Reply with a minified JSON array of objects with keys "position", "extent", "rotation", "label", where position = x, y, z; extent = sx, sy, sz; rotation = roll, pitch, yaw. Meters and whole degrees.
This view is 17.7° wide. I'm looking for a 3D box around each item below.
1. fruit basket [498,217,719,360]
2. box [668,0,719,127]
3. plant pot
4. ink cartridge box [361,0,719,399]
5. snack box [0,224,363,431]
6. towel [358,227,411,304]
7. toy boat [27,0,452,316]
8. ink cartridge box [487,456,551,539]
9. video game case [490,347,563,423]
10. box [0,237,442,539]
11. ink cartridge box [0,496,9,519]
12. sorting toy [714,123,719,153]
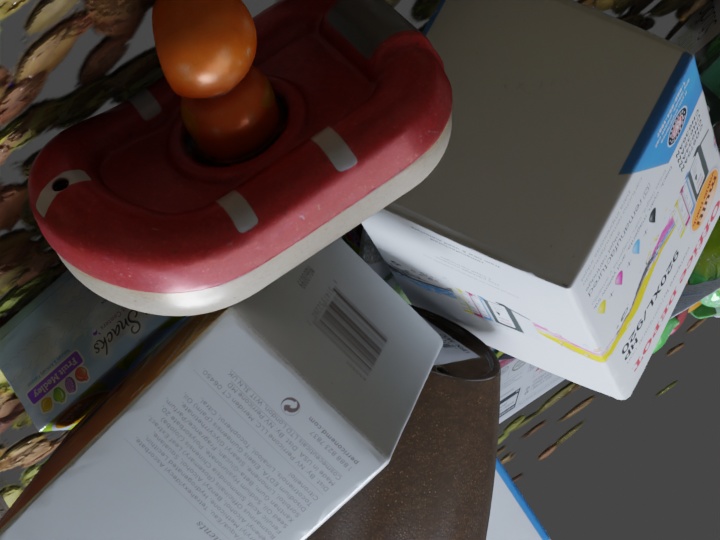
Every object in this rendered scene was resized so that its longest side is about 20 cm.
[{"position":[0.208,0.014,1.518],"extent":[0.200,0.094,0.185],"rotation":[-36,-170,-21],"label":"fruit basket"},{"position":[0.217,-0.124,1.525],"extent":[0.200,0.036,0.144],"rotation":[-48,-170,20],"label":"box"},{"position":[0.002,0.125,1.331],"extent":[0.187,0.187,0.201],"rotation":[-12,128,-59],"label":"plant pot"},{"position":[0.103,-0.044,1.278],"extent":[0.148,0.144,0.200],"rotation":[-61,158,-11],"label":"ink cartridge box"},{"position":[-0.095,0.017,1.318],"extent":[0.169,0.068,0.200],"rotation":[-40,164,15],"label":"snack box"},{"position":[0.044,-0.021,1.386],"extent":[0.149,0.031,0.201],"rotation":[-47,153,-42],"label":"towel"},{"position":[-0.063,-0.075,1.053],"extent":[0.200,0.131,0.131],"rotation":[-34,135,-11],"label":"toy boat"},{"position":[0.025,0.130,1.543],"extent":[0.084,0.145,0.200],"rotation":[-36,-166,-11],"label":"ink cartridge box"},{"position":[0.140,0.024,1.622],"extent":[0.200,0.023,0.183],"rotation":[-31,150,-32],"label":"video game case"},{"position":[-0.073,0.088,1.163],"extent":[0.200,0.106,0.152],"rotation":[-43,-173,23],"label":"box"},{"position":[-0.302,0.200,1.441],"extent":[0.109,0.050,0.200],"rotation":[-42,166,20],"label":"ink cartridge box"},{"position":[0.280,-0.108,1.494],"extent":[0.180,0.107,0.200],"rotation":[-31,-171,-3],"label":"sorting toy"}]
